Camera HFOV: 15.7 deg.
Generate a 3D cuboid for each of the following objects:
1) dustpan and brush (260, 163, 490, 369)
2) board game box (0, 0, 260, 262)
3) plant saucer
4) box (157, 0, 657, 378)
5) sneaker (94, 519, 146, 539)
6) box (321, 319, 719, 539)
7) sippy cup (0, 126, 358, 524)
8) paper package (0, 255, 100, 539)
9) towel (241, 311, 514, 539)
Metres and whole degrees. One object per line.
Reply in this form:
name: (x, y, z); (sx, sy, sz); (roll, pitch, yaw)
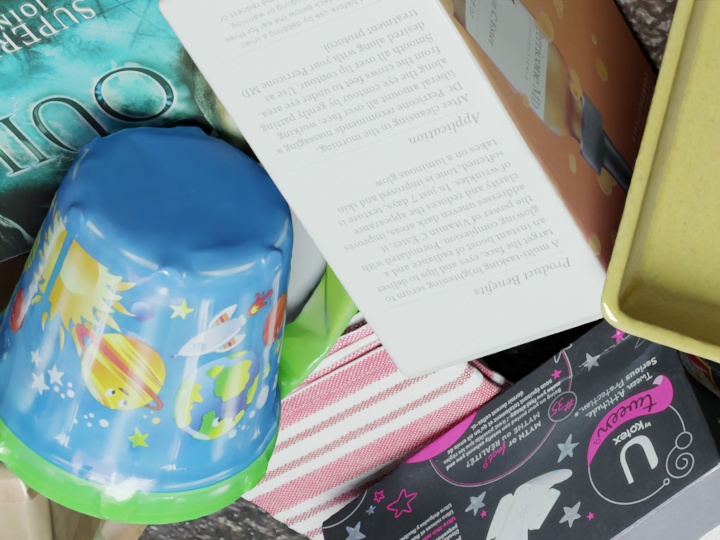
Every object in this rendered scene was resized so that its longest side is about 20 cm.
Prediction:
dustpan and brush: (0.000, 0.000, 1.202); (0.140, 0.057, 0.200); (-23, 112, 35)
board game box: (-0.136, -0.073, 1.120); (0.200, 0.028, 0.135); (-19, 131, 30)
plant saucer: (0.196, -0.046, 1.044); (0.200, 0.200, 0.048); (18, 172, -18)
box: (0.029, -0.087, 1.058); (0.106, 0.152, 0.200); (-19, 121, 27)
sneaker: (-0.184, 0.135, 1.325); (0.090, 0.067, 0.200); (33, 130, -19)
box: (0.105, 0.130, 1.186); (0.200, 0.115, 0.132); (-37, 132, 20)
sippy cup: (-0.088, 0.015, 1.097); (0.140, 0.178, 0.130); (27, 131, 11)
paper package: (-0.216, 0.075, 1.211); (0.200, 0.191, 0.104); (3, 122, 8)
towel: (0.024, 0.088, 1.245); (0.146, 0.030, 0.200); (-27, 136, 30)
